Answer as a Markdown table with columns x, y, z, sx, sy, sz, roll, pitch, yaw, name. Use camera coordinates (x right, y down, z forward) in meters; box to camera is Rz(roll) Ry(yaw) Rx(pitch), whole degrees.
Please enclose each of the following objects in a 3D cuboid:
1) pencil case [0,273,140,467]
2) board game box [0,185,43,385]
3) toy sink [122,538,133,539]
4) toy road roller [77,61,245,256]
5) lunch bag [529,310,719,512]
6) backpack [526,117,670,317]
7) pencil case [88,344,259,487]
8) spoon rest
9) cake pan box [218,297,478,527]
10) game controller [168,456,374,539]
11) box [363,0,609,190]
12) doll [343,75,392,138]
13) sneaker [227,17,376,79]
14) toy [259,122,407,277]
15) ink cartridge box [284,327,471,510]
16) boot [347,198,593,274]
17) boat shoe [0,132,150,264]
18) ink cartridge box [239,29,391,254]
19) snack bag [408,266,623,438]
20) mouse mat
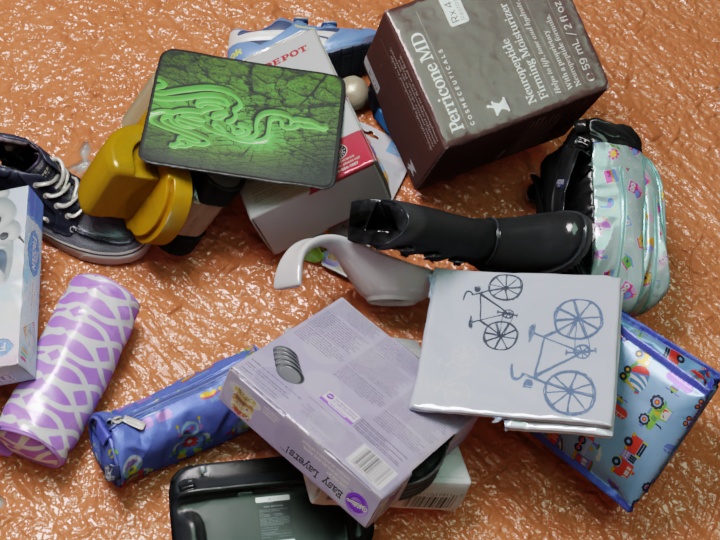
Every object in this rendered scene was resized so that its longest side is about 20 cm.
| x | y | z | sx | sy | sz | roll | pitch | yaw | name |
| --- | --- | --- | --- | --- | --- | --- | --- | --- | --- |
| -0.291 | 0.099 | 1.286 | 0.084 | 0.085 | 0.200 | 43 | 55 | -29 | pencil case |
| -0.414 | 0.027 | 1.280 | 0.199 | 0.043 | 0.200 | -10 | 59 | 9 | board game box |
| -0.207 | 0.335 | 1.150 | 0.130 | 0.112 | 0.200 | 29 | 61 | 6 | toy sink |
| -0.222 | -0.121 | 1.360 | 0.146 | 0.123 | 0.201 | 6 | 53 | -38 | toy road roller |
| 0.240 | 0.119 | 1.328 | 0.200 | 0.151 | 0.094 | 35 | 18 | 17 | lunch bag |
| 0.261 | -0.046 | 1.421 | 0.126 | 0.167 | 0.201 | 2 | 70 | -8 | backpack |
| -0.170 | 0.141 | 1.278 | 0.199 | 0.087 | 0.078 | -22 | 57 | -22 | pencil case |
| 0.000 | 0.000 | 1.348 | 0.199 | 0.099 | 0.061 | 8 | 78 | -43 | spoon rest |
| -0.004 | 0.130 | 1.246 | 0.200 | 0.052 | 0.184 | 38 | 40 | 15 | cake pan box |
| -0.086 | 0.234 | 1.276 | 0.199 | 0.042 | 0.105 | -4 | 77 | -12 | game controller |
| 0.132 | -0.213 | 1.428 | 0.199 | 0.164 | 0.166 | -22 | 82 | -13 | box |
| 0.070 | -0.195 | 1.525 | 0.199 | 0.048 | 0.137 | 9 | 66 | -5 | doll |
| -0.063 | -0.262 | 1.525 | 0.199 | 0.074 | 0.083 | -11 | 62 | -17 | sneaker |
| -0.019 | -0.097 | 1.456 | 0.115 | 0.047 | 0.200 | 25 | 61 | 3 | toy |
| 0.008 | 0.148 | 1.313 | 0.159 | 0.047 | 0.200 | 7 | 39 | -24 | ink cartridge box |
| 0.110 | -0.041 | 1.310 | 0.199 | 0.165 | 0.066 | 15 | 70 | -38 | boot |
| -0.314 | -0.075 | 1.365 | 0.199 | 0.093 | 0.075 | 19 | 60 | 1 | boat shoe |
| -0.071 | -0.142 | 1.413 | 0.145 | 0.083 | 0.201 | -25 | 58 | 3 | ink cartridge box |
| 0.152 | 0.076 | 1.269 | 0.199 | 0.021 | 0.189 | 3 | 49 | 11 | snack bag |
| -0.117 | -0.156 | 1.331 | 0.199 | 0.008 | 0.161 | 7 | 53 | -4 | mouse mat |
